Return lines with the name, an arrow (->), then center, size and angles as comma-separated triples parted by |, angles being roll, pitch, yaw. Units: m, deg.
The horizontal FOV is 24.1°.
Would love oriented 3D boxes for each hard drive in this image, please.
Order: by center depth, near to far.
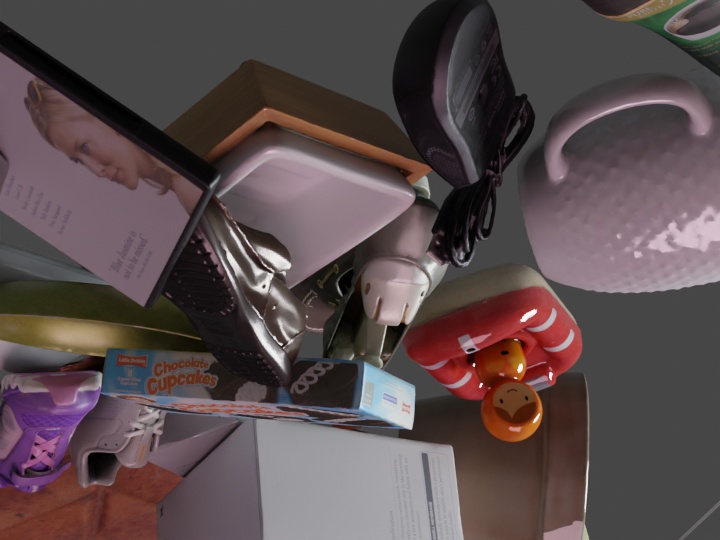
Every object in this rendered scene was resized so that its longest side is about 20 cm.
hard drive -> -0.278, 0.026, 1.262 | 0.132, 0.026, 0.200 | -30, 148, 30

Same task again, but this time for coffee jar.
coffee jar -> 0.207, -0.183, 1.018 | 0.104, 0.085, 0.200 | -30, 149, 34

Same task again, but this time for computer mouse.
computer mouse -> 0.057, -0.104, 1.094 | 0.053, 0.139, 0.200 | 17, 155, 23

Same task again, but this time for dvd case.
dvd case -> -0.186, -0.070, 0.998 | 0.200, 0.018, 0.143 | 34, 142, 0

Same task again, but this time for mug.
mug -> 0.197, -0.069, 1.168 | 0.175, 0.148, 0.200 | -14, 148, 15

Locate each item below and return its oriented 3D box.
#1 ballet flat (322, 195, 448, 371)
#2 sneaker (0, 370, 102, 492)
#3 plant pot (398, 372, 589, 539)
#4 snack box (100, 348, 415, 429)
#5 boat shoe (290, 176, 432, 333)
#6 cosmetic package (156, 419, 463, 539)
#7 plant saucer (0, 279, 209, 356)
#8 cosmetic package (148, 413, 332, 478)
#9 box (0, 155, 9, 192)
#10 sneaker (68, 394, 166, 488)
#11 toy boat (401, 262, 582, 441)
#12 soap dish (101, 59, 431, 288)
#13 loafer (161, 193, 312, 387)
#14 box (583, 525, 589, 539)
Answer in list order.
ballet flat -> 0.019, 0.025, 1.220 | 0.067, 0.064, 0.200 | 12, 145, -10
sneaker -> -0.258, 0.131, 1.352 | 0.080, 0.089, 0.200 | 3, 165, -26
plant pot -> 0.121, 0.190, 1.600 | 0.173, 0.200, 0.200 | 4, 152, 3
snack box -> -0.073, 0.086, 1.223 | 0.200, 0.037, 0.116 | 2, 169, 21
boat shoe -> -0.003, 0.000, 1.295 | 0.072, 0.060, 0.202 | 3, 149, -27
cosmetic package -> -0.048, 0.231, 1.470 | 0.200, 0.123, 0.199 | 13, 145, -27
plant saucer -> -0.183, 0.035, 1.195 | 0.200, 0.031, 0.200 | 6, 169, 1
cosmetic package -> -0.109, 0.146, 1.511 | 0.101, 0.071, 0.200 | -21, 152, 18
box -> -0.332, -0.044, 0.963 | 0.200, 0.106, 0.152 | -23, 124, 19
sneaker -> -0.176, 0.108, 1.381 | 0.076, 0.092, 0.200 | 11, 138, -37
toy boat -> 0.118, 0.082, 1.425 | 0.130, 0.131, 0.200 | -22, 151, 15
soap dish -> -0.075, -0.053, 1.142 | 0.157, 0.081, 0.200 | 16, 141, -43
loafer -> -0.087, -0.002, 1.091 | 0.073, 0.071, 0.200 | 14, 152, 25
box -> 0.119, 0.267, 1.724 | 0.200, 0.176, 0.097 | -3, 150, -20
